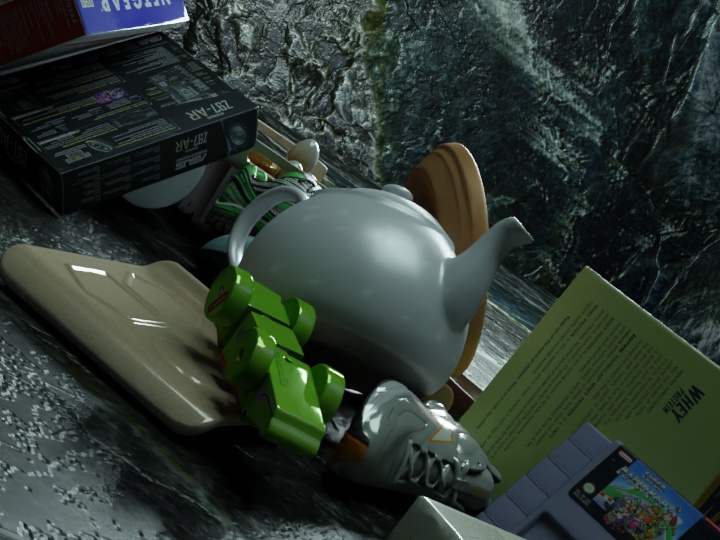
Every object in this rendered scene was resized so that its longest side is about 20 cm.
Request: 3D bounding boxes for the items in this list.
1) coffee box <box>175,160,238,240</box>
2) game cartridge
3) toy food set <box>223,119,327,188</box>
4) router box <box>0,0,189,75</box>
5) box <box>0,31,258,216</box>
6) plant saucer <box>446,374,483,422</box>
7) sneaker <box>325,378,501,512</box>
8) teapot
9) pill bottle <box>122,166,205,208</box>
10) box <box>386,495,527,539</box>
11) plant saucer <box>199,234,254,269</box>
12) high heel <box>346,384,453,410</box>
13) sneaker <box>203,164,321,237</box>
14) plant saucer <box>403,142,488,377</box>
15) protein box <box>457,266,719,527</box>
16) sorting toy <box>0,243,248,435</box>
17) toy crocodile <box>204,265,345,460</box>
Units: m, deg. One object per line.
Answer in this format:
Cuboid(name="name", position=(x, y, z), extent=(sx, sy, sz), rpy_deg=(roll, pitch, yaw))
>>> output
Cuboid(name="coffee box", position=(-0.112, -0.055, 1.436), extent=(0.113, 0.080, 0.200), rpy_deg=(29, 9, -45))
Cuboid(name="game cartridge", position=(0.176, 0.200, 0.936), extent=(0.200, 0.130, 0.038), rpy_deg=(42, -9, 45))
Cuboid(name="toy food set", position=(-0.091, -0.124, 1.408), extent=(0.143, 0.061, 0.200), rpy_deg=(34, 6, -10))
Cuboid(name="router box", position=(-0.278, -0.216, 1.235), extent=(0.200, 0.179, 0.049), rpy_deg=(-37, 110, -68))
Cuboid(name="box", position=(-0.214, -0.135, 1.197), extent=(0.199, 0.044, 0.160), rpy_deg=(-24, 48, -33))
Cuboid(name="plant saucer", position=(0.121, 0.145, 1.317), extent=(0.200, 0.032, 0.200), rpy_deg=(42, 2, -2))
Cuboid(name="sneaker", position=(0.050, 0.134, 0.978), extent=(0.092, 0.076, 0.200), rpy_deg=(34, 8, 23))
Cuboid(name="teapot", position=(0.000, 0.000, 1.058), extent=(0.199, 0.147, 0.197), rpy_deg=(23, -19, -8))
Cuboid(name="pill bottle", position=(-0.233, -0.144, 1.343), extent=(0.114, 0.114, 0.200), rpy_deg=(28, 11, -41))
Cuboid(name="box", position=(0.099, 0.205, 0.801), extent=(0.200, 0.069, 0.082), rpy_deg=(30, 9, -36))
Cuboid(name="plant saucer", position=(-0.051, 0.012, 1.247), extent=(0.199, 0.028, 0.200), rpy_deg=(24, -8, 4))
Cuboid(name="high heel", position=(-0.012, 0.068, 1.207), extent=(0.199, 0.068, 0.096), rpy_deg=(24, -2, -25))
Cuboid(name="sneaker", position=(-0.051, -0.048, 1.257), extent=(0.199, 0.086, 0.078), rpy_deg=(20, -9, 27))
Cuboid(name="plant saucer", position=(0.064, -0.009, 1.175), extent=(0.037, 0.201, 0.200), rpy_deg=(0, 18, -13))
Cuboid(name="protein box", position=(0.208, 0.147, 1.081), extent=(0.200, 0.199, 0.135), rpy_deg=(41, 3, 40))
Cuboid(name="sorting toy", position=(-0.128, 0.051, 0.924), extent=(0.185, 0.037, 0.200), rpy_deg=(38, 13, 20))
Cuboid(name="toy crocodile", position=(-0.062, 0.056, 0.867), extent=(0.067, 0.062, 0.200), rpy_deg=(28, 18, -28))
